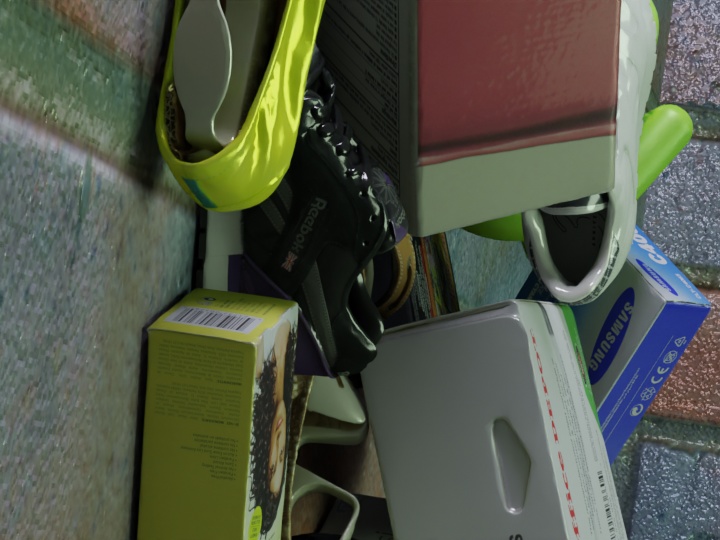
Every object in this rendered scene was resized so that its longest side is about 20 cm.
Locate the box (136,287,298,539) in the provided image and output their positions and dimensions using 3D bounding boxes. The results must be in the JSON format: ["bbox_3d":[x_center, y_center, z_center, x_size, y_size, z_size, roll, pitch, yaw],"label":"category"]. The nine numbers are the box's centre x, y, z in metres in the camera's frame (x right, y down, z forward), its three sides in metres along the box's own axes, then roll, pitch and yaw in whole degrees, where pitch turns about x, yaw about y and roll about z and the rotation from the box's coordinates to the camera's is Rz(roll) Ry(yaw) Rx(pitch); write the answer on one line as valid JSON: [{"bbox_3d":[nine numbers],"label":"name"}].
[{"bbox_3d":[-0.064,0.114,1.150,0.075,0.050,0.200,-48,145,-70],"label":"box"}]

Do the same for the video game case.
[{"bbox_3d":[0.034,0.045,1.498,0.181,0.025,0.200,49,31,-70],"label":"video game case"}]

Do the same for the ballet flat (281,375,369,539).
[{"bbox_3d":[-0.030,0.089,1.249,0.071,0.065,0.200,93,5,-77],"label":"ballet flat"}]

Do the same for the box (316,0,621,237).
[{"bbox_3d":[0.046,-0.138,1.246,0.128,0.109,0.200,-130,-147,-52],"label":"box"}]

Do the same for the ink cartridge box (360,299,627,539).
[{"bbox_3d":[0.068,0.092,1.321,0.200,0.084,0.146,11,66,-78],"label":"ink cartridge box"}]

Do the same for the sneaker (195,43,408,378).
[{"bbox_3d":[-0.020,-0.047,1.164,0.076,0.088,0.200,-64,159,-59],"label":"sneaker"}]

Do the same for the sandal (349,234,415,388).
[{"bbox_3d":[0.000,0.000,1.303,0.082,0.055,0.200,60,-6,23],"label":"sandal"}]

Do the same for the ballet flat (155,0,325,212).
[{"bbox_3d":[-0.044,-0.123,1.066,0.067,0.067,0.200,18,81,-66],"label":"ballet flat"}]

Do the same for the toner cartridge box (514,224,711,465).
[{"bbox_3d":[0.113,0.069,1.559,0.043,0.095,0.200,6,123,-43],"label":"toner cartridge box"}]

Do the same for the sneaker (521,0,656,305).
[{"bbox_3d":[0.109,-0.082,1.370,0.081,0.076,0.200,-48,133,-71],"label":"sneaker"}]

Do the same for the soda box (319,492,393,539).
[{"bbox_3d":[-0.005,0.196,1.481,0.200,0.064,0.068,-57,152,-65],"label":"soda box"}]

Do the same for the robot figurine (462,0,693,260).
[{"bbox_3d":[0.091,-0.101,1.484,0.116,0.175,0.200,-27,145,-44],"label":"robot figurine"}]

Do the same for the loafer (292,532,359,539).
[{"bbox_3d":[-0.035,0.182,1.344,0.063,0.072,0.200,-65,167,16],"label":"loafer"}]
